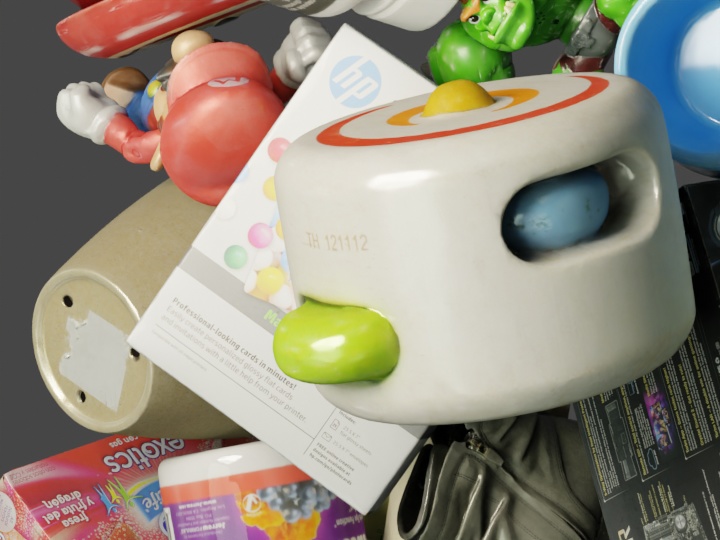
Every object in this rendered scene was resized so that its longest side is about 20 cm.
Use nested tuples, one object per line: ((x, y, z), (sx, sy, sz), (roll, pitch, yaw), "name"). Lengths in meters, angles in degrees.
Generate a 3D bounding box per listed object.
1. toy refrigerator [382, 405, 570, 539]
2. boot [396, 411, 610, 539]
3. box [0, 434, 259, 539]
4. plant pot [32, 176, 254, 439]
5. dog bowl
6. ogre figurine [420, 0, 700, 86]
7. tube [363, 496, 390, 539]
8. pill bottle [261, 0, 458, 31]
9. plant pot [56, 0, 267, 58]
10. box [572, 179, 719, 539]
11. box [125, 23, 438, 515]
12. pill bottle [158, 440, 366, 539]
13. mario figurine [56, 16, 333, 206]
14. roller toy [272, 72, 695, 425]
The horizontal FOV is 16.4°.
((0.061, 0.122, 1.400), (0.070, 0.076, 0.200), (-124, 38, -61), "toy refrigerator")
((0.069, 0.156, 1.310), (0.068, 0.131, 0.200), (-14, 55, 56), "boot")
((-0.135, 0.160, 1.505), (0.095, 0.200, 0.100), (51, 129, 19), "box")
((-0.082, 0.022, 1.419), (0.187, 0.200, 0.187), (13, 112, 36), "plant pot")
((0.209, -0.105, 1.166), (0.200, 0.050, 0.112), (-12, 91, 28), "dog bowl")
((0.108, -0.124, 1.291), (0.120, 0.098, 0.200), (34, 140, 7), "ogre figurine")
((0.023, 0.110, 1.450), (0.052, 0.058, 0.200), (31, 123, 19), "tube")
((-0.045, -0.191, 1.236), (0.114, 0.200, 0.114), (-40, 42, 49), "pill bottle")
((-0.109, -0.223, 1.370), (0.200, 0.200, 0.183), (-17, 95, 42), "plant pot")
((0.165, 0.074, 1.225), (0.160, 0.044, 0.200), (-41, 60, 61), "box")
((0.000, 0.000, 1.281), (0.156, 0.041, 0.200), (36, 93, 7), "box")
((-0.044, 0.196, 1.414), (0.111, 0.111, 0.200), (-13, 86, 42), "pill bottle")
((-0.091, -0.106, 1.376), (0.124, 0.106, 0.200), (-56, 18, -1), "mario figurine")
((0.056, -0.020, 1.153), (0.182, 0.200, 0.140), (-8, 102, 14), "roller toy")
